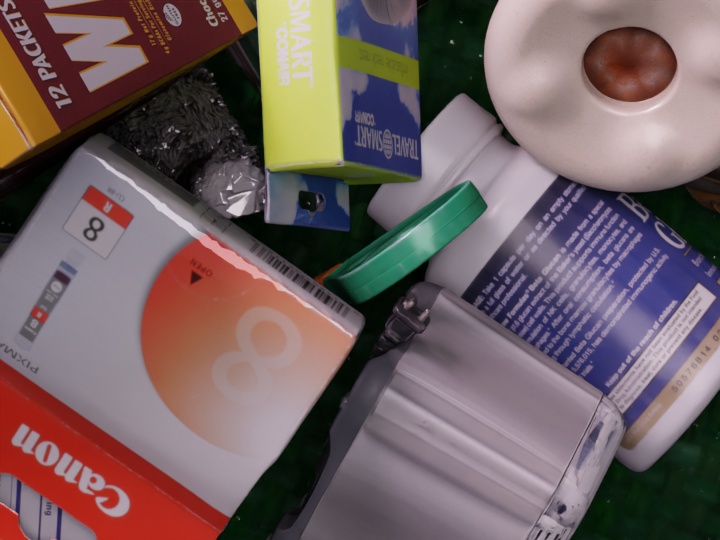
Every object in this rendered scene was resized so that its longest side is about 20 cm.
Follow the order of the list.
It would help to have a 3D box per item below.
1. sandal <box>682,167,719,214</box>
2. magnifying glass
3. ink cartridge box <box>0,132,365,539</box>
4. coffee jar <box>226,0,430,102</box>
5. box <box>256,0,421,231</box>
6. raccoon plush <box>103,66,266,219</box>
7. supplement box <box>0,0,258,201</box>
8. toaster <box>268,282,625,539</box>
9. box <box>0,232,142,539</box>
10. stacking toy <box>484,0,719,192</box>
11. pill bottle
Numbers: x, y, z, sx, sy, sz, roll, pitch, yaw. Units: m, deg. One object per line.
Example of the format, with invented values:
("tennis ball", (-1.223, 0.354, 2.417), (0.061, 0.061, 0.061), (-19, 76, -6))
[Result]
("sandal", (0.198, -0.056, 1.467), (0.199, 0.055, 0.082), (18, 61, 5))
("magnifying glass", (0.000, 0.000, 1.397), (0.080, 0.200, 0.022), (-40, 94, -31))
("ink cartridge box", (-0.117, 0.060, 1.313), (0.162, 0.050, 0.201), (34, 100, 0))
("coffee jar", (0.009, -0.179, 1.461), (0.199, 0.085, 0.105), (-33, 102, -3))
("box", (-0.011, -0.123, 1.351), (0.047, 0.122, 0.202), (-3, 87, 20))
("raccoon plush", (-0.089, -0.092, 1.407), (0.096, 0.200, 0.135), (-12, 94, -32))
("supplement box", (-0.196, -0.099, 1.287), (0.199, 0.197, 0.133), (-30, 93, 35))
("toaster", (0.046, 0.100, 1.381), (0.129, 0.201, 0.114), (29, 44, 2))
("box", (-0.185, 0.082, 1.406), (0.198, 0.105, 0.185), (5, 104, 1))
("stacking toy", (0.143, -0.149, 1.421), (0.145, 0.201, 0.147), (4, 126, 6))
("pill bottle", (0.104, 0.002, 1.435), (0.200, 0.111, 0.111), (40, 86, 3))
